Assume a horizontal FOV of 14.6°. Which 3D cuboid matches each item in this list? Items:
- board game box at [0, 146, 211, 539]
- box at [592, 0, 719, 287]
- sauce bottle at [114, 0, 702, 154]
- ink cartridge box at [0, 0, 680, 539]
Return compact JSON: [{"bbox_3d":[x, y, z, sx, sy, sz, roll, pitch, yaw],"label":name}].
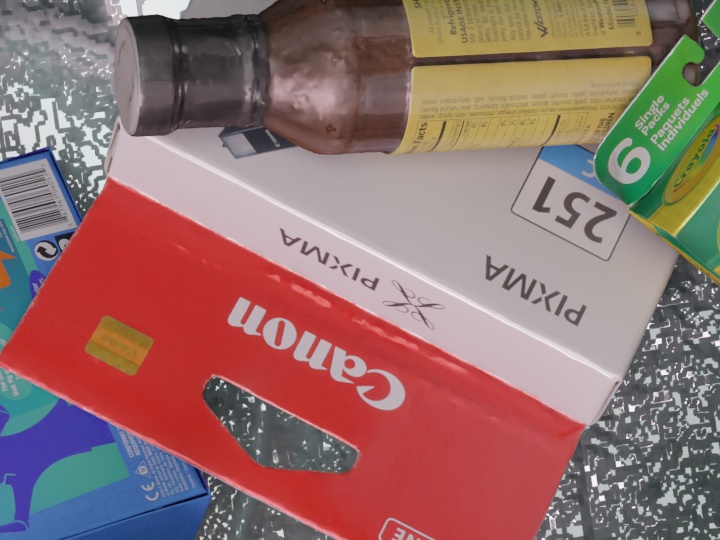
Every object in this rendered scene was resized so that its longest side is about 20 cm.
[{"bbox_3d":[-0.173,0.052,0.969,0.199,0.045,0.152,-16,65,-24],"label":"board game box"},{"bbox_3d":[0.185,-0.021,0.980,0.200,0.048,0.117,37,91,-20],"label":"box"},{"bbox_3d":[0.016,-0.073,0.967,0.199,0.065,0.065,-2,89,-17],"label":"sauce bottle"},{"bbox_3d":[0.000,0.000,0.987,0.199,0.045,0.177,27,59,2],"label":"ink cartridge box"}]
